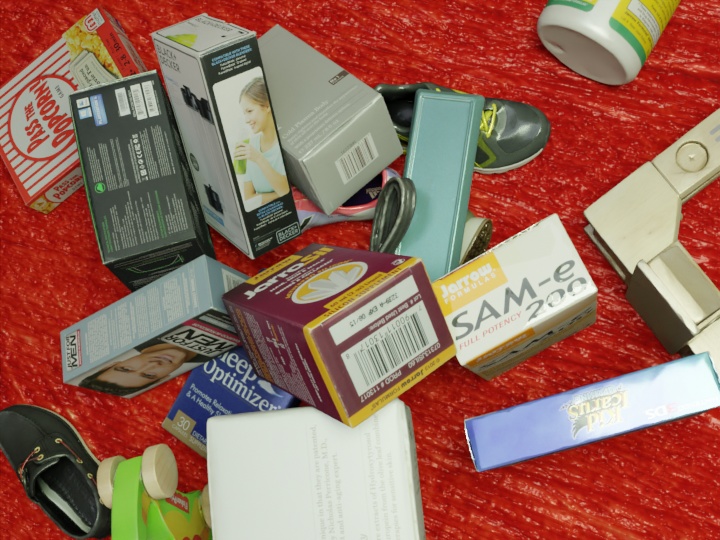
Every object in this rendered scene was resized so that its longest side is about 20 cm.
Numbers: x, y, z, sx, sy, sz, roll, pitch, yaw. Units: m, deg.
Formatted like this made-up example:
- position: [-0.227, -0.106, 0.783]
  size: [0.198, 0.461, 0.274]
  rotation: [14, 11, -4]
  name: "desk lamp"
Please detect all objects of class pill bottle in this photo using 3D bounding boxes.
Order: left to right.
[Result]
- position: [0.266, -0.295, 0.835]
  size: [0.112, 0.113, 0.203]
  rotation: [30, 89, 18]
  name: "pill bottle"

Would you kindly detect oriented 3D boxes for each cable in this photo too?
- position: [0.000, 0.000, 0.828]
  size: [0.049, 0.201, 0.099]
  rotation: [5, 53, -19]
  name: "cable"

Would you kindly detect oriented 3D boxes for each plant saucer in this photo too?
- position: [0.069, -0.072, 0.821]
  size: [0.068, 0.019, 0.205]
  rotation: [9, 88, 14]
  name: "plant saucer"

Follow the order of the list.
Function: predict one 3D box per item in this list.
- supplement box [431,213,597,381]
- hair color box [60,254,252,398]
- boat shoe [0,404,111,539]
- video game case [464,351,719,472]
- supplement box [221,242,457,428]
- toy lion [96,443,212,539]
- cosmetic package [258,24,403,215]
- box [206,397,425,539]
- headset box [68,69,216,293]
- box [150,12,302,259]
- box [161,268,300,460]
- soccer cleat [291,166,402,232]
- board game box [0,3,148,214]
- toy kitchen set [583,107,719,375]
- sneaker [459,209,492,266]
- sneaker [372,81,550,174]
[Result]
- position: [0.140, 0.033, 0.765]
  size: [0.124, 0.200, 0.075]
  rotation: [-30, 73, 9]
  name: "supplement box"
- position: [-0.202, 0.063, 0.884]
  size: [0.197, 0.099, 0.062]
  rotation: [-25, 62, 22]
  name: "hair color box"
- position: [-0.336, 0.214, 0.940]
  size: [0.200, 0.063, 0.074]
  rotation: [37, 94, 20]
  name: "boat shoe"
- position: [0.198, 0.125, 0.742]
  size: [0.196, 0.181, 0.046]
  rotation: [-18, 75, 11]
  name: "video game case"
- position: [-0.025, 0.044, 0.719]
  size: [0.109, 0.199, 0.087]
  rotation: [-31, 108, -22]
  name: "supplement box"
- position: [-0.174, 0.288, 0.815]
  size: [0.067, 0.201, 0.195]
  rotation: [-15, 57, 10]
  name: "toy lion"
- position: [-0.059, -0.157, 0.873]
  size: [0.106, 0.091, 0.200]
  rotation: [-41, 52, -10]
  name: "cosmetic package"
- position: [-0.028, 0.223, 0.765]
  size: [0.167, 0.199, 0.205]
  rotation: [-7, 79, 4]
  name: "box"
- position: [-0.214, -0.073, 0.890]
  size: [0.091, 0.200, 0.178]
  rotation: [-15, 77, -5]
  name: "headset box"
- position: [-0.125, -0.127, 0.815]
  size: [0.059, 0.204, 0.116]
  rotation: [-26, 35, -23]
  name: "box"
- position: [-0.113, 0.109, 0.912]
  size: [0.120, 0.032, 0.203]
  rotation: [29, 88, 19]
  name: "box"
- position: [-0.049, -0.073, 0.902]
  size: [0.195, 0.076, 0.068]
  rotation: [-8, 78, 14]
  name: "soccer cleat"
- position: [-0.340, -0.190, 1.020]
  size: [0.199, 0.046, 0.153]
  rotation: [-37, 73, 7]
  name: "board game box"
- position: [0.319, -0.025, 0.745]
  size: [0.179, 0.163, 0.202]
  rotation: [-37, 73, 6]
  name: "toy kitchen set"
- position: [0.047, 0.017, 0.869]
  size: [0.089, 0.067, 0.202]
  rotation: [31, 88, 24]
  name: "sneaker"
- position: [0.092, -0.147, 0.871]
  size: [0.195, 0.085, 0.076]
  rotation: [5, 82, 16]
  name: "sneaker"
